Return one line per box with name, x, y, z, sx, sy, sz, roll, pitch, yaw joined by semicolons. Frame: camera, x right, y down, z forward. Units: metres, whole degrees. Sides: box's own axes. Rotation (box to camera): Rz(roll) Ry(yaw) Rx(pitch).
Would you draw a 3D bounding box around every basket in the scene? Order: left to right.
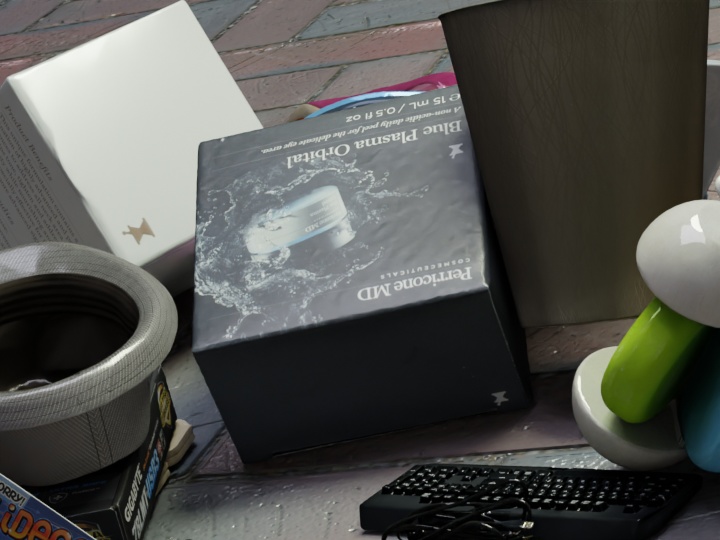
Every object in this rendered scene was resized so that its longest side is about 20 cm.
basket;0.144;-0.070;1.610;0.179;0.202;0.136;-7;0;32

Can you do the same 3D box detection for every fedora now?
fedora;-0.196;0.068;1.617;0.176;0.091;0.200;-29;33;-28

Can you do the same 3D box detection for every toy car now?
toy car;0.227;0.045;1.473;0.199;0.176;0.150;-26;60;-41

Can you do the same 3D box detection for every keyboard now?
keyboard;0.088;0.125;1.493;0.199;0.040;0.104;-2;23;36

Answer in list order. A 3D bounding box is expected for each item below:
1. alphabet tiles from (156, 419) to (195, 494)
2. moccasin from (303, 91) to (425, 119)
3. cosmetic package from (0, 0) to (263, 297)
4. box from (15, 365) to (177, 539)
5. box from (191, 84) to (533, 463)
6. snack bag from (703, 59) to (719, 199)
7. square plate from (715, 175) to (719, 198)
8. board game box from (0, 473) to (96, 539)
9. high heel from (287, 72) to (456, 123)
alphabet tiles;-0.213;0.138;1.730;0.199;0.015;0.196;-9;23;21
moccasin;0.043;-0.086;1.846;0.198;0.081;0.069;-9;49;11
cosmetic package;-0.186;-0.061;1.923;0.166;0.168;0.200;-28;-6;-34
box;-0.226;0.139;1.654;0.198;0.050;0.199;-12;23;10
box;0.000;0.000;1.692;0.195;0.118;0.201;-12;44;10
snack bag;0.163;-0.095;1.773;0.198;0.189;0.022;3;53;-11
square plate;0.301;-0.003;1.442;0.198;0.201;0.028;-33;6;-41
board game box;-0.178;0.148;1.417;0.135;0.200;0.035;15;70;55
high heel;0.020;-0.108;1.985;0.096;0.068;0.200;-16;6;-31
